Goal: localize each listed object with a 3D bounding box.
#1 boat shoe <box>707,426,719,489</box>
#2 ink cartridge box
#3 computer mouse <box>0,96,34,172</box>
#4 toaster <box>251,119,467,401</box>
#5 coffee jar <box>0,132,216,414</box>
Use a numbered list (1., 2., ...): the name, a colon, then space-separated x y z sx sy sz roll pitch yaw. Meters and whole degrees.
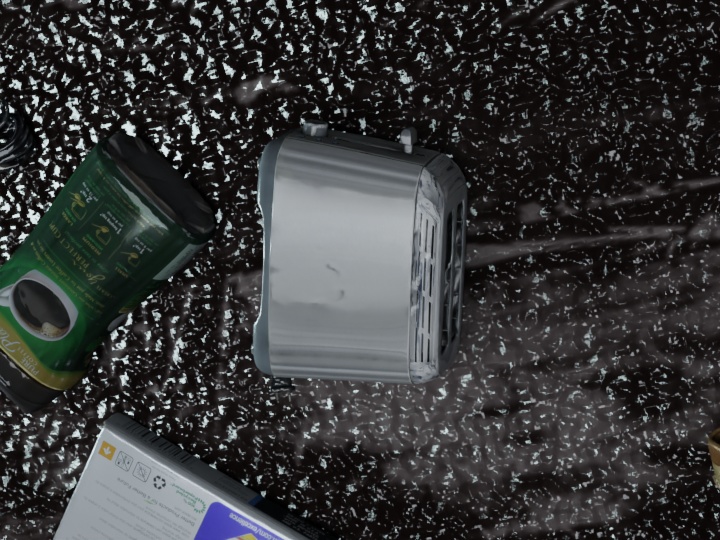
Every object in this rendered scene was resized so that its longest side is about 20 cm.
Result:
1. boat shoe: 0.312 0.114 1.587 0.200 0.076 0.074 -19 112 33
2. ink cartridge box: -0.138 0.237 1.791 0.198 0.043 0.200 29 108 10
3. computer mouse: -0.325 -0.155 1.751 0.138 0.053 0.200 -18 102 -6
4. toaster: 0.000 0.000 1.661 0.129 0.114 0.201 6 102 13
5. coffee jar: -0.201 0.004 1.736 0.104 0.085 0.200 45 109 1
